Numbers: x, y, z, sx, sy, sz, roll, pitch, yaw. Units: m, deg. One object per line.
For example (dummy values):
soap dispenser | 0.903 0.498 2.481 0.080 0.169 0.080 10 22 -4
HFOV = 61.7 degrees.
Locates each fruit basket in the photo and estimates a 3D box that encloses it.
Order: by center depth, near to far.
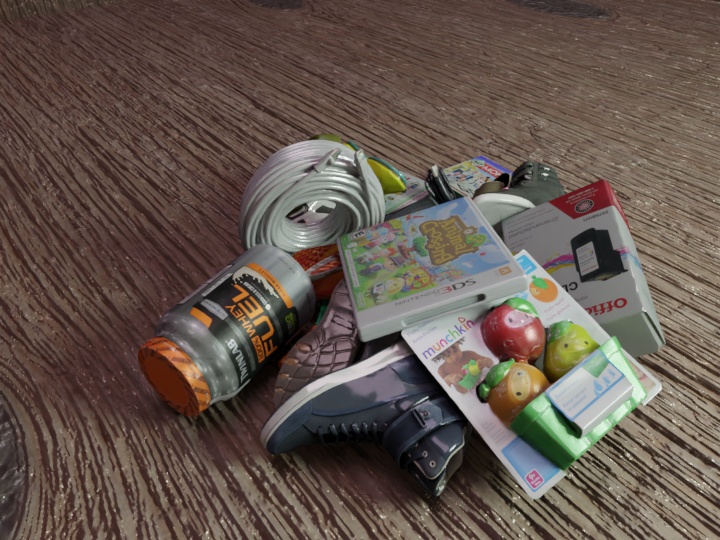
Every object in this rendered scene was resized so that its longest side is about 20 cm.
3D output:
fruit basket | 0.170 0.086 0.598 0.184 0.094 0.201 -29 69 -20

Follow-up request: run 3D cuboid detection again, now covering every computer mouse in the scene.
computer mouse | 0.080 -0.062 0.895 0.198 0.140 0.053 -29 8 -22

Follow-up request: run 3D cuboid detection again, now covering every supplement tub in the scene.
supplement tub | -0.153 0.068 0.712 0.121 0.124 0.200 21 45 26

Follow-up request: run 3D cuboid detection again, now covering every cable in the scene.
cable | -0.065 -0.074 0.797 0.198 0.201 0.070 -25 51 5

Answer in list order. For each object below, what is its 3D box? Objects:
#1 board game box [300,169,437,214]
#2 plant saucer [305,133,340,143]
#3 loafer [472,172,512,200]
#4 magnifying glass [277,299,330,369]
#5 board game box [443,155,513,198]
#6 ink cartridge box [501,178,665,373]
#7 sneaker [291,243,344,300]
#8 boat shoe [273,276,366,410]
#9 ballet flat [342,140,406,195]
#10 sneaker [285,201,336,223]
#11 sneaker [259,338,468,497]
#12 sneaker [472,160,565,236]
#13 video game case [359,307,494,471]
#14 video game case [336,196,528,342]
board game box | 0.013 -0.121 1.018 0.147 0.065 0.199 -31 45 -33
plant saucer | -0.111 -0.151 0.977 0.031 0.200 0.201 40 23 -21
loafer | 0.185 -0.094 0.907 0.075 0.070 0.200 -12 17 40
magnifying glass | -0.040 0.067 0.800 0.079 0.023 0.200 17 42 26
board game box | 0.233 -0.137 1.065 0.133 0.029 0.200 -23 42 -26
ink cartridge box | 0.262 0.009 0.733 0.144 0.083 0.202 -22 45 28
sneaker | 0.000 0.000 0.801 0.197 0.078 0.074 -7 45 1
boat shoe | -0.030 0.098 0.718 0.075 0.072 0.201 27 64 21
ballet flat | 0.006 -0.147 0.945 0.067 0.067 0.200 -47 35 2
sneaker | -0.093 -0.043 0.908 0.200 0.074 0.080 -40 86 -26
sneaker | 0.010 0.169 0.598 0.200 0.077 0.147 -26 60 -8
sneaker | 0.219 -0.106 0.850 0.198 0.071 0.100 4 58 -33
video game case | 0.073 0.101 0.677 0.141 0.019 0.202 14 67 19
video game case | 0.069 -0.012 0.688 0.179 0.022 0.201 -17 32 1
